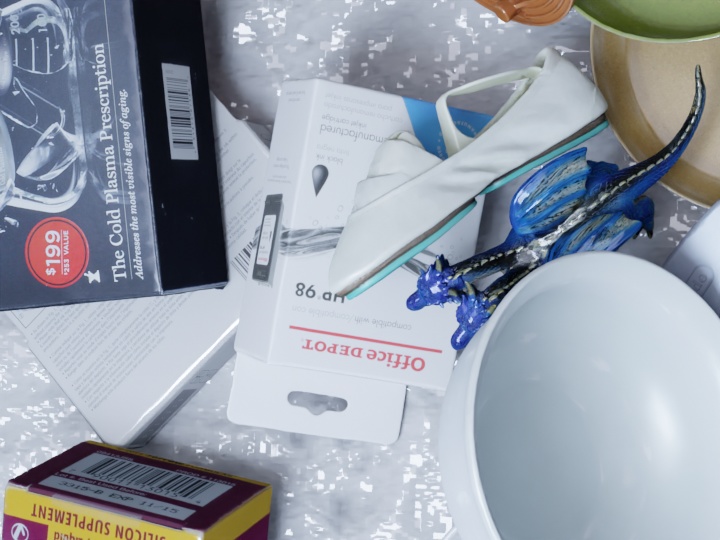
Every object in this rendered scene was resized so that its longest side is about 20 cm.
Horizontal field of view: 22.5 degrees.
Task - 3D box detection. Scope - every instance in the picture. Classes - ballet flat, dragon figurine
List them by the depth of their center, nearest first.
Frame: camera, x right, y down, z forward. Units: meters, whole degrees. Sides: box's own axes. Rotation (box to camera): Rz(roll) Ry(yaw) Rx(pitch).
[{"bbox_3d":[0.117,-0.028,0.975,0.200,0.099,0.059,-39,80,14],"label":"dragon figurine"},{"bbox_3d":[0.048,-0.059,0.976,0.200,0.070,0.070,-34,74,-24],"label":"ballet flat"}]

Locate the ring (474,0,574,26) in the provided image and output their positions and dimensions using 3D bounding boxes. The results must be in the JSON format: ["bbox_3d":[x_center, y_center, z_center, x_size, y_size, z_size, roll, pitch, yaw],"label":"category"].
[{"bbox_3d":[0.042,-0.211,0.989,0.019,0.201,0.200,-42,74,-13],"label":"ring"}]

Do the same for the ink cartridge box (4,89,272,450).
[{"bbox_3d":[-0.132,-0.020,1.116,0.200,0.045,0.176,-44,76,12],"label":"ink cartridge box"}]

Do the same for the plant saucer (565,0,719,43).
[{"bbox_3d":[0.191,-0.209,0.984,0.199,0.031,0.201,-12,64,27],"label":"plant saucer"}]

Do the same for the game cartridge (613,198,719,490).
[{"bbox_3d":[0.216,0.041,0.981,0.133,0.041,0.201,38,110,20],"label":"game cartridge"}]

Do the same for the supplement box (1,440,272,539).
[{"bbox_3d":[-0.137,0.217,1.058,0.130,0.103,0.201,10,103,19],"label":"supplement box"}]

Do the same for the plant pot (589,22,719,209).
[{"bbox_3d":[0.228,-0.128,1.005,0.199,0.027,0.201,-1,87,19],"label":"plant pot"}]

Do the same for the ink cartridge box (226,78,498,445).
[{"bbox_3d":[0.000,0.000,1.029,0.115,0.067,0.201,9,91,-21],"label":"ink cartridge box"}]

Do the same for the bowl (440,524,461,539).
[{"bbox_3d":[0.103,0.252,1.006,0.200,0.075,0.200,32,98,19],"label":"bowl"}]

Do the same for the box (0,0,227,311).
[{"bbox_3d":[-0.187,-0.078,1.052,0.181,0.104,0.201,-6,91,18],"label":"box"}]

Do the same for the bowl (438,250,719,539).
[{"bbox_3d":[0.110,0.097,0.933,0.090,0.200,0.202,-21,79,54],"label":"bowl"}]
